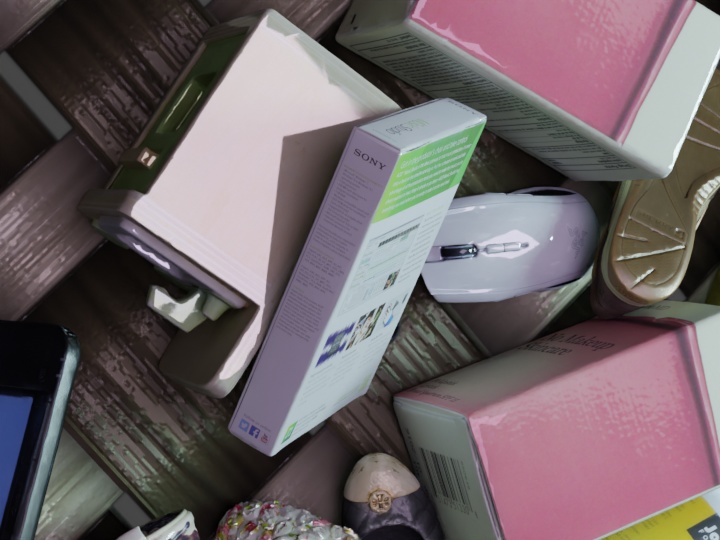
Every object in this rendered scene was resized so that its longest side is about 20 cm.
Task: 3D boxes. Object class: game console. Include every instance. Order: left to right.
[{"bbox_3d":[-0.271,0.110,1.007,0.116,0.175,0.201,26,72,-47],"label":"game console"}]

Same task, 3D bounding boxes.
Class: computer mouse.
[{"bbox_3d":[0.075,-0.016,1.179,0.199,0.044,0.111,-9,94,-20],"label":"computer mouse"}]

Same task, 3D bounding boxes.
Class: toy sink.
[{"bbox_3d":[-0.088,-0.042,1.073,0.112,0.130,0.201,35,81,-18],"label":"toy sink"}]

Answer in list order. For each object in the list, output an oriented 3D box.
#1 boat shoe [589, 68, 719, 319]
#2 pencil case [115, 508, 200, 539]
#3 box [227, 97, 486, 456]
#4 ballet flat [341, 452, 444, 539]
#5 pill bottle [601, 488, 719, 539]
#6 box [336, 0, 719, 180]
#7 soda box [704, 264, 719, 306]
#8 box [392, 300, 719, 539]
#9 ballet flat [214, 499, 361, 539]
[{"bbox_3d":[0.202,-0.051,1.215,0.072,0.072,0.201,27,61,-5],"label":"boat shoe"},{"bbox_3d":[-0.104,0.244,1.092,0.077,0.089,0.201,-23,94,-13],"label":"pencil case"},{"bbox_3d":[0.000,0.000,1.060,0.036,0.144,0.201,30,111,15],"label":"box"},{"bbox_3d":[0.027,0.216,1.157,0.066,0.057,0.202,-9,95,7],"label":"ballet flat"},{"bbox_3d":[0.200,0.203,1.197,0.199,0.112,0.113,-26,100,-17],"label":"pill bottle"},{"bbox_3d":[0.107,-0.150,1.134,0.199,0.128,0.110,28,82,-20],"label":"box"},{"bbox_3d":[0.302,-0.036,1.241,0.064,0.068,0.201,22,88,-10],"label":"soda box"},{"bbox_3d":[0.142,0.102,1.163,0.199,0.128,0.110,-20,98,-19],"label":"box"},{"bbox_3d":[-0.005,0.209,1.110,0.199,0.064,0.076,34,94,5],"label":"ballet flat"}]
